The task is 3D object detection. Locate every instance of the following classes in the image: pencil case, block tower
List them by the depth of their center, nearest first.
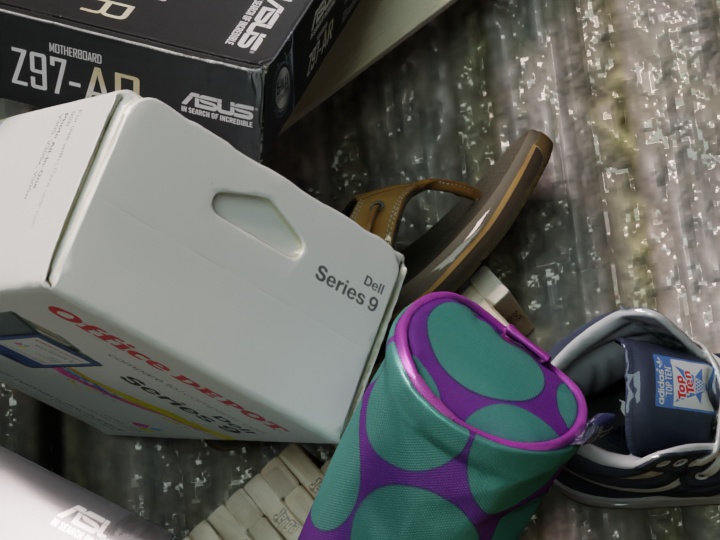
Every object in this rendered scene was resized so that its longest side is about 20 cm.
[{"bbox_3d":[0.017,0.112,0.737,0.085,0.092,0.201,38,120,26],"label":"pencil case"},{"bbox_3d":[0.002,0.090,0.825,0.200,0.054,0.058,-43,66,-1],"label":"block tower"}]

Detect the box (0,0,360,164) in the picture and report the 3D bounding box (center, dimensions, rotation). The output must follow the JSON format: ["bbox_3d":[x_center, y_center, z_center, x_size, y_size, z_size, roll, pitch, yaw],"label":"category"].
[{"bbox_3d":[-0.082,-0.132,0.808,0.159,0.044,0.200,15,40,11],"label":"box"}]

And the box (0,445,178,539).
[{"bbox_3d":[-0.187,0.137,0.759,0.199,0.050,0.158,23,62,25],"label":"box"}]

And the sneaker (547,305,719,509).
[{"bbox_3d":[0.161,0.052,0.761,0.199,0.109,0.071,-9,69,13],"label":"sneaker"}]

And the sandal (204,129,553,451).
[{"bbox_3d":[0.000,0.000,0.841,0.200,0.082,0.055,-37,100,8],"label":"sandal"}]

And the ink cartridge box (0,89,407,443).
[{"bbox_3d":[-0.100,0.004,0.787,0.199,0.145,0.088,-6,60,53],"label":"ink cartridge box"}]

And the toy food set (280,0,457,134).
[{"bbox_3d":[-0.024,-0.148,0.917,0.200,0.060,0.144,-37,75,-3],"label":"toy food set"}]
